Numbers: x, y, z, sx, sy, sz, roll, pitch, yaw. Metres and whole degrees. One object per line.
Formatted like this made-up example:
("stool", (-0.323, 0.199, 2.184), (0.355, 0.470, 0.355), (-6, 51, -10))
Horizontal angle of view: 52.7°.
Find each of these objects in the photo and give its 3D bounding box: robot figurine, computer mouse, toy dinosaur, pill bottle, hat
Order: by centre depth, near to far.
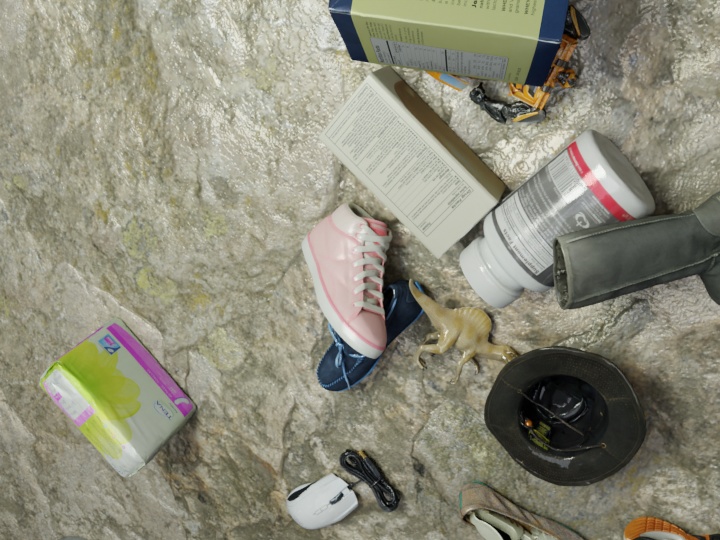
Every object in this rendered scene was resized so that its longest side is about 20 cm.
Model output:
("robot figurine", (0.136, -0.240, 0.761), (0.198, 0.058, 0.146), (29, 118, 8))
("pill bottle", (0.205, -0.047, 0.789), (0.111, 0.111, 0.200), (47, 121, -3))
("hat", (0.252, 0.161, 0.882), (0.198, 0.081, 0.203), (14, 122, 23))
("toy dinosaur", (0.112, 0.078, 0.913), (0.199, 0.058, 0.101), (35, 116, -17))
("computer mouse", (-0.042, 0.348, 1.098), (0.199, 0.044, 0.110), (-37, 97, 30))

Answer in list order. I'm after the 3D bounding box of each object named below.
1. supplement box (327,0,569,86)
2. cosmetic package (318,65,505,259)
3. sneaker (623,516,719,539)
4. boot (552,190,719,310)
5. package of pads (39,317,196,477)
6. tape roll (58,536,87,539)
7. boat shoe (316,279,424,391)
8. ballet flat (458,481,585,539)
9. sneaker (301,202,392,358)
("supplement box", (0.091, -0.294, 0.658), (0.197, 0.134, 0.203), (10, 89, 8))
("cosmetic package", (0.060, -0.125, 0.834), (0.200, 0.071, 0.105), (46, 120, -2))
("sneaker", (0.432, 0.383, 0.918), (0.198, 0.076, 0.093), (13, 124, 24))
("boot", (0.298, 0.003, 0.736), (0.198, 0.073, 0.183), (-24, 129, 0))
("package of pads", (-0.360, 0.189, 1.089), (0.068, 0.155, 0.200), (-38, 95, 30))
("tape roll", (-0.539, 0.615, 1.397), (0.197, 0.066, 0.203), (9, 116, 18))
("boat shoe", (-0.003, 0.078, 0.941), (0.201, 0.068, 0.084), (-53, 51, 22))
("ballet flat", (0.220, 0.364, 0.988), (0.198, 0.067, 0.069), (25, 120, 10))
("sneaker", (0.000, 0.000, 0.868), (0.105, 0.075, 0.201), (-43, 49, 22))
